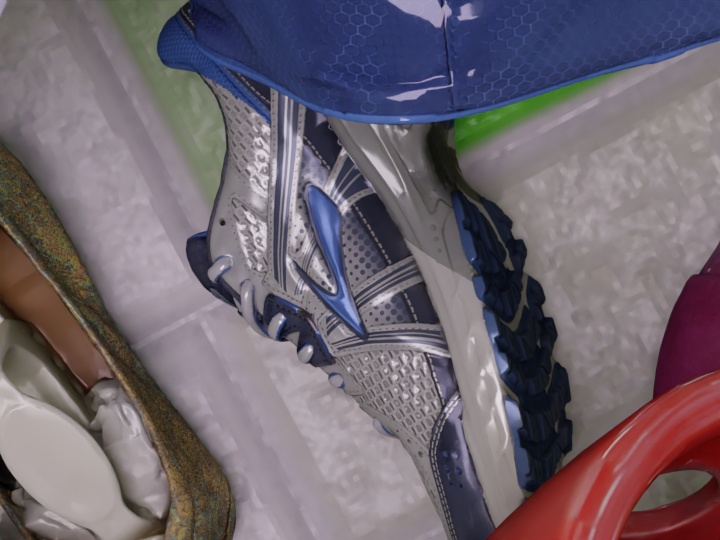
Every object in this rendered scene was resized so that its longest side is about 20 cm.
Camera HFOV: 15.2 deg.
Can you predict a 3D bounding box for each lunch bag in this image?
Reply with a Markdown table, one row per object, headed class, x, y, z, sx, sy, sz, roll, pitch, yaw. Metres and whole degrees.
| class | x | y | z | sx | sy | sz | roll | pitch | yaw |
| --- | --- | --- | --- | --- | --- | --- | --- | --- | --- |
| lunch bag | 0.050 | -0.129 | 0.668 | 0.200 | 0.136 | 0.133 | -17 | 113 | -24 |

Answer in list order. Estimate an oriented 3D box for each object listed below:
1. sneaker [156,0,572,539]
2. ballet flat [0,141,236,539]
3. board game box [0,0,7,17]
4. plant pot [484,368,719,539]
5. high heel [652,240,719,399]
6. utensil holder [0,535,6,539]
| class | x | y | z | sx | sy | sz | roll | pitch | yaw |
| --- | --- | --- | --- | --- | --- | --- | --- | --- | --- |
| sneaker | 0.000 | 0.000 | 0.775 | 0.085 | 0.077 | 0.200 | -21 | 83 | 16 |
| ballet flat | -0.111 | 0.017 | 0.795 | 0.071 | 0.071 | 0.200 | -38 | 89 | 12 |
| board game box | -0.115 | -0.110 | 0.698 | 0.041 | 0.199 | 0.200 | 22 | 88 | -20 |
| plant pot | 0.083 | 0.146 | 0.656 | 0.200 | 0.200 | 0.182 | 50 | 138 | 1 |
| high heel | 0.181 | 0.039 | 0.739 | 0.200 | 0.067 | 0.096 | 21 | 90 | 12 |
| utensil holder | -0.115 | 0.172 | 0.763 | 0.200 | 0.170 | 0.170 | 41 | 102 | 4 |
